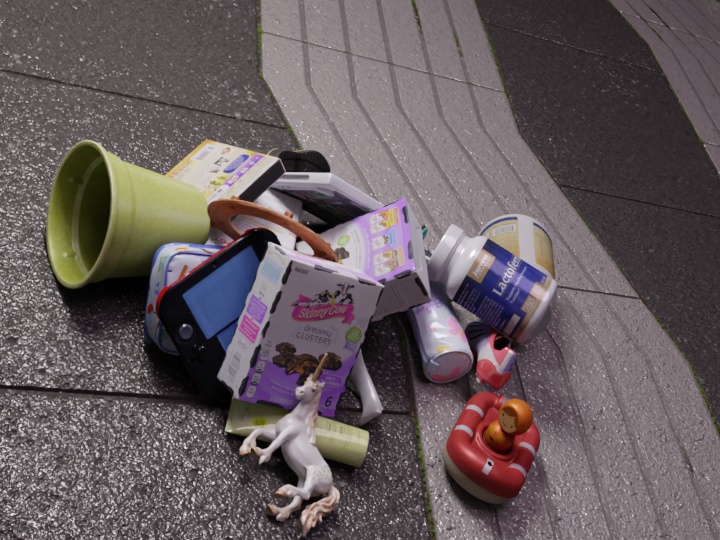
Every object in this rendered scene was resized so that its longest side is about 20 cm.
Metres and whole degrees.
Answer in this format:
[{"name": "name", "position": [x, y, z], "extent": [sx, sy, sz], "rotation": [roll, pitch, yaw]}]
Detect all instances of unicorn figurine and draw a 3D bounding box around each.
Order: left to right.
[{"name": "unicorn figurine", "position": [-0.084, 0.231, 1.348], "extent": [0.136, 0.073, 0.204], "rotation": [-22, 97, -39]}]

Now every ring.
[{"name": "ring", "position": [-0.122, -0.053, 1.448], "extent": [0.197, 0.200, 0.020], "rotation": [24, 73, -8]}]

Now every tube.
[{"name": "tube", "position": [-0.086, 0.218, 1.410], "extent": [0.196, 0.053, 0.058], "rotation": [18, -2, -9]}]

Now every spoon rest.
[{"name": "spoon rest", "position": [-0.031, 0.126, 1.509], "extent": [0.202, 0.098, 0.061], "rotation": [60, 16, 0]}]

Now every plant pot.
[{"name": "plant pot", "position": [-0.323, -0.068, 1.472], "extent": [0.182, 0.201, 0.202], "rotation": [7, 41, -42]}]

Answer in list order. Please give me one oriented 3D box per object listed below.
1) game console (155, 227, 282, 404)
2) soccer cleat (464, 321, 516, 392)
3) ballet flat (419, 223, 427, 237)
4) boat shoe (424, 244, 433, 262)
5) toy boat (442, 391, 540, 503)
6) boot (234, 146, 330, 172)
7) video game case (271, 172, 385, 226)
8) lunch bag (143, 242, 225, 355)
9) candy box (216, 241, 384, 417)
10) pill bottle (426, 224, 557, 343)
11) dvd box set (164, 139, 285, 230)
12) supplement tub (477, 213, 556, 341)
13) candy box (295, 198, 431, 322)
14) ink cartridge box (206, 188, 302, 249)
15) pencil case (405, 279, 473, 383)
[{"name": "game console", "position": [-0.167, 0.058, 1.404], "extent": [0.199, 0.031, 0.179], "rotation": [-36, 112, -22]}, {"name": "soccer cleat", "position": [0.214, 0.123, 1.667], "extent": [0.066, 0.077, 0.201], "rotation": [31, 18, -11]}, {"name": "ballet flat", "position": [0.038, -0.006, 1.673], "extent": [0.063, 0.068, 0.202], "rotation": [28, 72, 11]}, {"name": "boat shoe", "position": [0.095, -0.022, 1.787], "extent": [0.199, 0.076, 0.060], "rotation": [36, 43, 6]}, {"name": "toy boat", "position": [0.208, 0.242, 1.514], "extent": [0.129, 0.132, 0.200], "rotation": [33, 36, 5]}, {"name": "boot", "position": [-0.151, -0.186, 1.813], "extent": [0.136, 0.079, 0.199], "rotation": [11, -3, 28]}, {"name": "video game case", "position": [-0.047, -0.113, 1.687], "extent": [0.180, 0.024, 0.199], "rotation": [7, -14, 45]}, {"name": "lunch bag", "position": [-0.199, 0.039, 1.442], "extent": [0.197, 0.164, 0.075], "rotation": [5, 5, -31]}, {"name": "candy box", "position": [-0.080, 0.083, 1.398], "extent": [0.166, 0.203, 0.071], "rotation": [16, 10, -37]}, {"name": "pill bottle", "position": [0.206, 0.018, 1.649], "extent": [0.198, 0.117, 0.116], "rotation": [31, 36, 6]}, {"name": "dvd box set", "position": [-0.228, -0.136, 1.599], "extent": [0.198, 0.030, 0.146], "rotation": [18, 54, 44]}, {"name": "supplement tub", "position": [0.272, 0.012, 1.813], "extent": [0.142, 0.146, 0.202], "rotation": [22, 37, -10]}, {"name": "candy box", "position": [0.000, 0.000, 1.586], "extent": [0.170, 0.197, 0.072], "rotation": [-94, 158, -47]}, {"name": "ink cartridge box", "position": [-0.179, -0.047, 1.617], "extent": [0.142, 0.085, 0.202], "rotation": [21, 36, -11]}, {"name": "pencil case", "position": [0.117, 0.084, 1.672], "extent": [0.090, 0.083, 0.202], "rotation": [19, 37, -37]}]
